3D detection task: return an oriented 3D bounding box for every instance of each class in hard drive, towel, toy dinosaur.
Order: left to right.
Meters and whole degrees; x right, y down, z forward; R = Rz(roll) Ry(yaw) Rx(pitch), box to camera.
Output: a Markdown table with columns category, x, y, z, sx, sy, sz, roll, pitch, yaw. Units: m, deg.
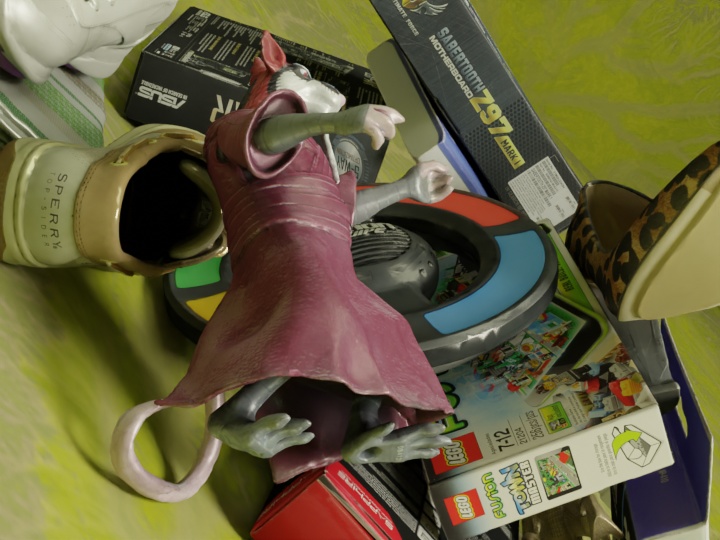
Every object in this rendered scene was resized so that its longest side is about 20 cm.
| category | x | y | z | sx | sy | sz | roll | pitch | yaw |
| --- | --- | --- | --- | --- | --- | --- | --- | --- | --- |
| towel | -0.188 | -0.110 | 0.762 | 0.149 | 0.031 | 0.200 | 46 | 11 | -23 |
| hard drive | 0.077 | -0.046 | 0.990 | 0.200 | 0.025 | 0.132 | 51 | 11 | -36 |
| toy dinosaur | 0.103 | 0.136 | 0.811 | 0.101 | 0.058 | 0.202 | -111 | -172 | -79 |

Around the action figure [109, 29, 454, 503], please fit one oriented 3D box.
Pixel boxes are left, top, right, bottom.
| category | x | y | z | sx | sy | sz | roll | pitch | yaw |
| --- | --- | --- | --- | --- | --- | --- | --- | --- | --- |
| action figure | -0.031 | -0.008 | 0.649 | 0.134 | 0.148 | 0.202 | 48 | 22 | -59 |

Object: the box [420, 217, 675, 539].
| category | x | y | z | sx | sy | sz | roll | pitch | yaw |
| --- | --- | --- | --- | --- | --- | --- | --- | --- | --- |
| box | 0.072 | 0.047 | 0.753 | 0.200 | 0.109 | 0.035 | -108 | 178 | -63 |

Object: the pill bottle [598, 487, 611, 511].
| category | x | y | z | sx | sy | sz | roll | pitch | yaw |
| --- | --- | --- | --- | --- | --- | --- | --- | --- | --- |
| pill bottle | 0.154 | 0.081 | 1.136 | 0.200 | 0.111 | 0.111 | 51 | 14 | 10 |

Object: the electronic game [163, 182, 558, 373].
| category | x | y | z | sx | sy | sz | roll | pitch | yaw |
| --- | --- | --- | --- | --- | --- | --- | --- | --- | --- |
| electronic game | 0.000 | 0.000 | 0.761 | 0.200 | 0.198 | 0.042 | -101 | -174 | -64 |

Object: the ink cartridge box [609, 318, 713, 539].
| category | x | y | z | sx | sy | sz | roll | pitch | yaw |
| --- | --- | --- | --- | --- | --- | --- | --- | --- | --- |
| ink cartridge box | 0.166 | 0.149 | 0.849 | 0.198 | 0.043 | 0.202 | -76 | 163 | -74 |

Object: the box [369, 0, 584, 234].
| category | x | y | z | sx | sy | sz | roll | pitch | yaw |
| --- | --- | --- | --- | --- | --- | --- | --- | --- | --- |
| box | 0.069 | -0.125 | 0.966 | 0.201 | 0.051 | 0.158 | 56 | 8 | -13 |

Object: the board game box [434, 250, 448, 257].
| category | x | y | z | sx | sy | sz | roll | pitch | yaw |
| --- | --- | --- | --- | --- | --- | --- | --- | --- | --- |
| board game box | 0.007 | -0.043 | 1.029 | 0.199 | 0.024 | 0.105 | 32 | -6 | 31 |

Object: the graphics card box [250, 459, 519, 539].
| category | x | y | z | sx | sy | sz | roll | pitch | yaw |
| --- | --- | --- | --- | --- | --- | --- | --- | --- | --- |
| graphics card box | 0.020 | 0.121 | 0.732 | 0.126 | 0.051 | 0.200 | 47 | 14 | -5 |

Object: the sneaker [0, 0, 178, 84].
| category | x | y | z | sx | sy | sz | roll | pitch | yaw |
| --- | --- | --- | --- | --- | --- | --- | --- | --- | --- |
| sneaker | -0.138 | -0.146 | 0.743 | 0.075 | 0.099 | 0.200 | 51 | 12 | -3 |

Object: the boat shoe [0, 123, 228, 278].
| category | x | y | z | sx | sy | sz | roll | pitch | yaw |
| --- | --- | --- | --- | --- | --- | --- | --- | --- | --- |
| boat shoe | -0.091 | -0.028 | 0.696 | 0.066 | 0.075 | 0.200 | 10 | 12 | 19 |

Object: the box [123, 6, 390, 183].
| category | x | y | z | sx | sy | sz | roll | pitch | yaw |
| --- | --- | --- | --- | --- | --- | --- | --- | --- | --- |
| box | -0.058 | -0.115 | 0.994 | 0.159 | 0.044 | 0.200 | 19 | 17 | -4 |

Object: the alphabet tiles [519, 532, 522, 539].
| category | x | y | z | sx | sy | sz | roll | pitch | yaw |
| --- | --- | --- | --- | --- | --- | --- | --- | --- | --- |
| alphabet tiles | 0.137 | 0.232 | 0.881 | 0.196 | 0.015 | 0.200 | 52 | 13 | 9 |

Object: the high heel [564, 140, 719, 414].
| category | x | y | z | sx | sy | sz | roll | pitch | yaw |
| --- | --- | --- | --- | --- | --- | --- | --- | --- | --- |
| high heel | 0.143 | -0.035 | 0.761 | 0.201 | 0.071 | 0.144 | 96 | -14 | -54 |
